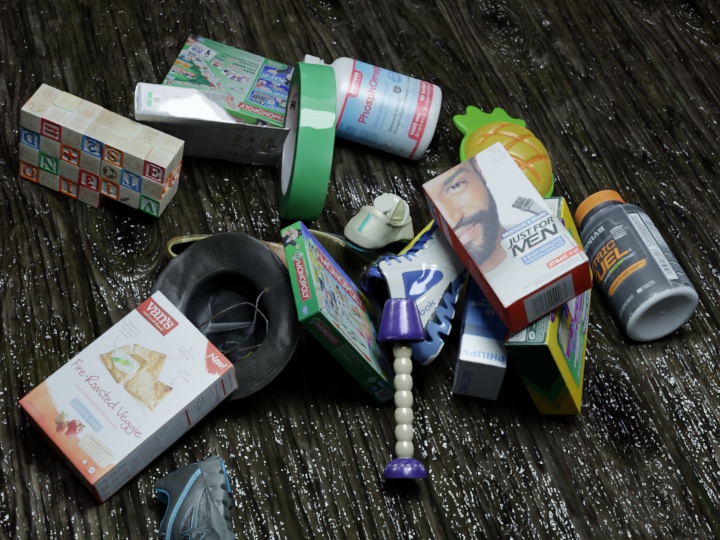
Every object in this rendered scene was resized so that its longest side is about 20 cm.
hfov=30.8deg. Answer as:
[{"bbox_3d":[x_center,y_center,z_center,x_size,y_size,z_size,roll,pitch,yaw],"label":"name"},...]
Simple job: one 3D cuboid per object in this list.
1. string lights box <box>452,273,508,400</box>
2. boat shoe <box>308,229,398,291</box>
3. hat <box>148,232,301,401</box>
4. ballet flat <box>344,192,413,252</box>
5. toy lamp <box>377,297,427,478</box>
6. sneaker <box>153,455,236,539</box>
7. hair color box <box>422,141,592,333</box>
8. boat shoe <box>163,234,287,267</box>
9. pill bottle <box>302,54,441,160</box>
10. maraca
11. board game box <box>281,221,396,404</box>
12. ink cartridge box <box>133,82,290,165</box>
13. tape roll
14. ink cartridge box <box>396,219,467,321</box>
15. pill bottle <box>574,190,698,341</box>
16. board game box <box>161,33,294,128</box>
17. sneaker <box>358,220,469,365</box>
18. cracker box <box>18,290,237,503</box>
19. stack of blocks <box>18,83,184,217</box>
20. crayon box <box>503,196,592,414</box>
[{"bbox_3d":[0.155,0.042,1.585,0.058,0.103,0.202,9,63,3],"label":"string lights box"},{"bbox_3d":[0.001,-0.001,1.658,0.199,0.073,0.066,22,20,15],"label":"boat shoe"},{"bbox_3d":[-0.147,0.060,1.528,0.198,0.081,0.204,-5,74,16],"label":"hat"},{"bbox_3d":[0.033,-0.066,1.659,0.069,0.070,0.200,25,13,9],"label":"ballet flat"},{"bbox_3d":[0.047,0.133,1.480,0.057,0.058,0.203,3,80,-13],"label":"toy lamp"},{"bbox_3d":[-0.163,0.288,1.348,0.081,0.074,0.201,-14,45,-5],"label":"sneaker"},{"bbox_3d":[0.166,-0.040,1.494,0.110,0.064,0.201,-29,54,-4],"label":"hair color box"},{"bbox_3d":[-0.143,-0.006,1.602,0.197,0.068,0.073,2,77,-5],"label":"boat shoe"},{"bbox_3d":[0.006,-0.233,1.828,0.197,0.109,0.110,16,45,-9],"label":"pill bottle"},{"bbox_3d":[0.199,-0.160,1.826,0.135,0.108,0.202,4,46,-22],"label":"maraca"},{"bbox_3d":[-0.023,0.051,1.516,0.029,0.200,0.136,-26,49,14],"label":"board game box"},{"bbox_3d":[-0.198,-0.190,1.712,0.197,0.161,0.051,3,78,-11],"label":"ink cartridge box"},{"bbox_3d":[-0.070,-0.166,1.693,0.047,0.202,0.202,5,46,-10],"label":"tape roll"},{"bbox_3d":[0.173,-0.007,1.723,0.196,0.047,0.200,32,50,15],"label":"ink cartridge box"},{"bbox_3d":[0.357,-0.013,1.735,0.105,0.107,0.201,-7,49,-21],"label":"pill bottle"},{"bbox_3d":[-0.174,-0.263,1.876,0.198,0.029,0.135,19,47,2],"label":"board game box"},{"bbox_3d":[0.065,-0.001,1.557,0.114,0.080,0.202,25,67,-17],"label":"sneaker"},{"bbox_3d":[-0.251,0.135,1.428,0.200,0.058,0.134,-40,65,-21],"label":"cracker box"},{"bbox_3d":[-0.330,-0.142,1.660,0.198,0.116,0.059,22,46,5],"label":"stack of blocks"},{"bbox_3d":[0.229,0.044,1.569,0.058,0.173,0.202,-2,57,22],"label":"crayon box"}]
